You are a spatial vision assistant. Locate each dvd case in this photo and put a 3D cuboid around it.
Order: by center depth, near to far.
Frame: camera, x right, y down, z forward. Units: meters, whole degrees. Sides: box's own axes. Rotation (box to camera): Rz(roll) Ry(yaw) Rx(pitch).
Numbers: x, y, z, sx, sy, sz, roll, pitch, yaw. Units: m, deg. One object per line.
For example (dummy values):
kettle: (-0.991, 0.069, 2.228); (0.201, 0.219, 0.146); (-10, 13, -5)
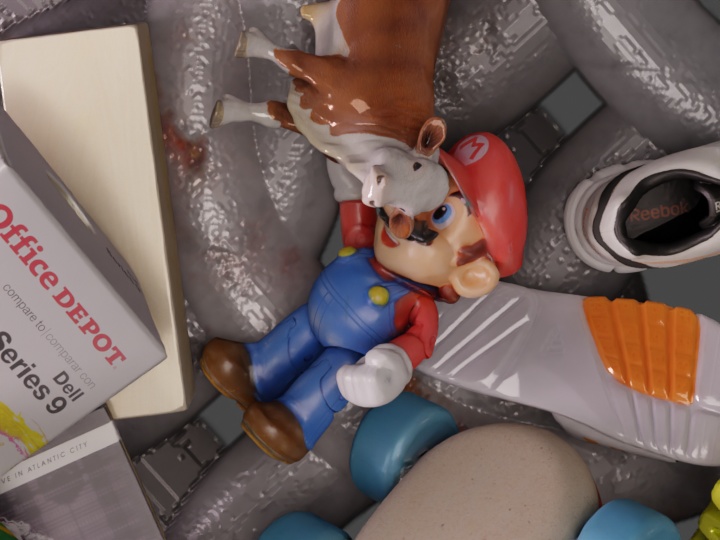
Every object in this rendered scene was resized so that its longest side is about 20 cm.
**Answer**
dvd case: (-0.158, 0.189, 1.514); (0.148, 0.016, 0.201); (-24, 97, 0)

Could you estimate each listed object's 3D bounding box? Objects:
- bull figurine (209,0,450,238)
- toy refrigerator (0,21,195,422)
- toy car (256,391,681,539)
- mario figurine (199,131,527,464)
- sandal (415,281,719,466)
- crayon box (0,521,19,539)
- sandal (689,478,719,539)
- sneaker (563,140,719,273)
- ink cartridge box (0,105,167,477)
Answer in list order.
bull figurine: (-0.005, -0.106, 1.500); (0.121, 0.201, 0.065); (18, 138, -8)
toy refrigerator: (-0.137, -0.026, 1.534); (0.075, 0.070, 0.201); (-7, 96, 2)
toy car: (0.069, 0.198, 1.555); (0.177, 0.184, 0.200); (-48, 142, -23)
mario figurine: (0.000, 0.000, 1.529); (0.200, 0.106, 0.123); (-44, 85, 5)
sandal: (0.120, 0.051, 1.578); (0.205, 0.059, 0.080); (16, 77, 13)
crayon box: (-0.231, 0.161, 1.428); (0.127, 0.051, 0.200); (-36, 123, 7)
sandal: (0.205, 0.164, 1.517); (0.087, 0.080, 0.201); (29, 123, 9)
sneaker: (0.211, -0.041, 1.565); (0.199, 0.080, 0.074); (-19, 95, -6)
ink cartridge box: (-0.218, 0.032, 1.437); (0.200, 0.088, 0.146); (-35, 124, 2)
